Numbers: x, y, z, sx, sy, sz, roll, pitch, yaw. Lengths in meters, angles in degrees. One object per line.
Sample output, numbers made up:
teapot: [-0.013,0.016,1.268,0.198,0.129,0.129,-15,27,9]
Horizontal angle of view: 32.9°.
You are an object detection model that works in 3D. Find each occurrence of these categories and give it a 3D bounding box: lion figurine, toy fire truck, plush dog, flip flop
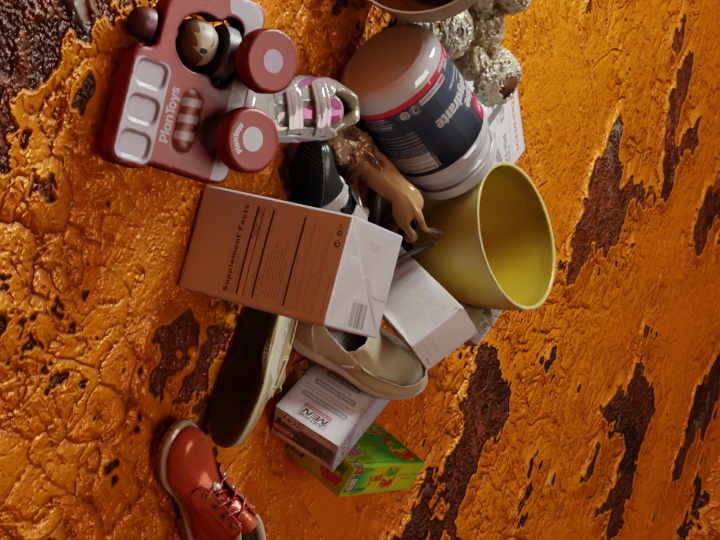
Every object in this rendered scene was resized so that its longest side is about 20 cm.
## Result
lion figurine: [0.028,-0.112,1.526,0.073,0.199,0.123,-55,178,-9]
toy fire truck: [-0.168,-0.189,1.230,0.167,0.112,0.201,14,88,-41]
plush dog: [0.120,-0.329,1.633,0.171,0.160,0.201,-5,111,-38]
flip flop: [0.045,-0.057,1.666,0.081,0.057,0.201,12,94,-55]

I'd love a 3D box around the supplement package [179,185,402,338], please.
supplement package: [-0.077,-0.009,1.345,0.121,0.199,0.121,19,85,-59]

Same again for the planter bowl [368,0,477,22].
planter bowl: [0.084,-0.390,1.486,0.135,0.199,0.202,24,81,-75]

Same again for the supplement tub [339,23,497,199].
supplement tub: [0.077,-0.200,1.549,0.200,0.140,0.141,49,60,-40]

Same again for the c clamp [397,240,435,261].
c clamp: [0.000,0.000,1.531,0.027,0.170,0.200,62,13,4]

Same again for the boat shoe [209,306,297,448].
boat shoe: [-0.119,0.119,1.452,0.066,0.074,0.201,33,73,-52]

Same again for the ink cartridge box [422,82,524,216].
ink cartridge box: [0.158,-0.183,1.779,0.200,0.084,0.146,-53,143,-37]

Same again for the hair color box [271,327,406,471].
hair color box: [-0.019,0.157,1.595,0.200,0.099,0.061,-47,160,-40]

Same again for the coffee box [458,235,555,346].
coffee box: [0.179,-0.001,1.791,0.200,0.113,0.080,-53,-176,-8]

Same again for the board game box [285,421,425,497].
board game box: [-0.004,0.255,1.662,0.048,0.101,0.200,-59,151,11]

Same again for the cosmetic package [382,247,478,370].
cosmetic package: [0.070,0.046,1.573,0.082,0.200,0.051,-38,121,-2]

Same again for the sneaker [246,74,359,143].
sneaker: [-0.069,-0.187,1.390,0.200,0.088,0.082,-27,119,-53]

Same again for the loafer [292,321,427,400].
loafer: [0.004,0.102,1.543,0.068,0.199,0.076,-49,-156,48]

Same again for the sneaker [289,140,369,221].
sneaker: [-0.033,-0.084,1.495,0.088,0.074,0.201,-24,134,-25]

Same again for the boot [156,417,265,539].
boot: [-0.166,0.256,1.400,0.075,0.107,0.201,-46,137,-37]

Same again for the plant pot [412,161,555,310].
plant pot: [0.157,-0.034,1.667,0.199,0.141,0.201,20,65,-48]
